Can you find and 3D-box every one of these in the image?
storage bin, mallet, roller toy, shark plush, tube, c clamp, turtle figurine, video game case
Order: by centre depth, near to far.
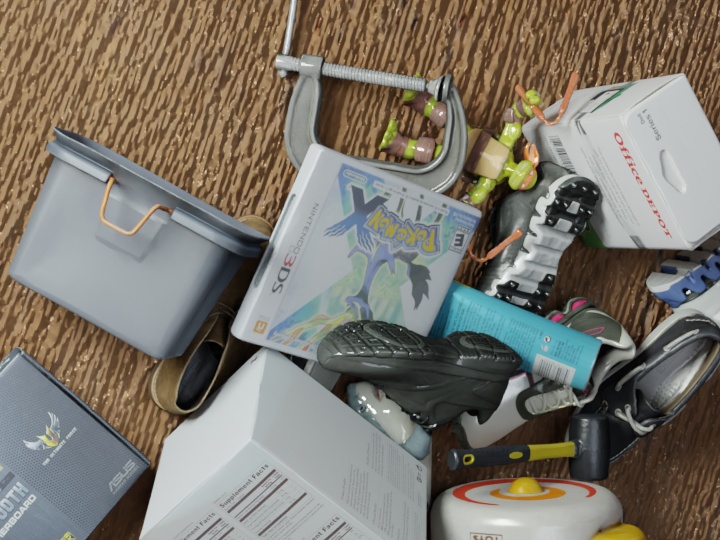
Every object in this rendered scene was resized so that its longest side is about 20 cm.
[{"bbox_3d":[-0.199,-0.016,1.332,0.200,0.146,0.135,28,92,5],"label":"storage bin"},{"bbox_3d":[0.000,0.000,1.398,0.200,0.022,0.183,19,98,-38],"label":"video game case"},{"bbox_3d":[0.009,-0.156,1.444,0.200,0.027,0.171,16,97,6],"label":"c clamp"},{"bbox_3d":[0.159,0.266,1.468,0.182,0.200,0.140,-3,93,-14],"label":"roller toy"},{"bbox_3d":[0.163,0.163,1.472,0.200,0.041,0.066,9,86,-37],"label":"mallet"},{"bbox_3d":[0.128,0.057,1.476,0.200,0.050,0.078,20,112,9],"label":"tube"},{"bbox_3d":[0.110,-0.123,1.481,0.161,0.064,0.200,28,98,4],"label":"turtle figurine"},{"bbox_3d":[0.027,0.206,1.502,0.083,0.091,0.201,1,109,3],"label":"shark plush"}]

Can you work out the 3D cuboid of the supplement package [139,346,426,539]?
[{"bbox_3d":[-0.063,0.206,1.376,0.200,0.152,0.151,39,114,-18],"label":"supplement package"}]

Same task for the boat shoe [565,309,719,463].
[{"bbox_3d":[0.285,0.127,1.548,0.200,0.060,0.074,-45,108,6],"label":"boat shoe"}]

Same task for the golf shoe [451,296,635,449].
[{"bbox_3d":[0.176,0.107,1.514,0.200,0.088,0.077,-41,130,-12],"label":"golf shoe"}]

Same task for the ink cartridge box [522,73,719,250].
[{"bbox_3d":[0.260,-0.100,1.482,0.084,0.200,0.146,-34,104,-17],"label":"ink cartridge box"}]

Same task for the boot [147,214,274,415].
[{"bbox_3d":[-0.124,0.042,1.415,0.074,0.075,0.200,28,82,-17],"label":"boot"}]

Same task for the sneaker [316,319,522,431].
[{"bbox_3d":[0.051,0.100,1.404,0.200,0.076,0.091,9,108,-23],"label":"sneaker"}]

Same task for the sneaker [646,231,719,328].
[{"bbox_3d":[0.400,0.009,1.612,0.199,0.081,0.115,-32,106,-9],"label":"sneaker"}]

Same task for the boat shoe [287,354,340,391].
[{"bbox_3d":[-0.039,0.043,1.454,0.060,0.074,0.200,25,103,21],"label":"boat shoe"}]

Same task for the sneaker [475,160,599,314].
[{"bbox_3d":[0.156,-0.022,1.521,0.066,0.091,0.200,17,112,-32],"label":"sneaker"}]

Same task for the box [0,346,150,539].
[{"bbox_3d":[-0.309,0.192,1.365,0.158,0.051,0.200,44,78,-15],"label":"box"}]
